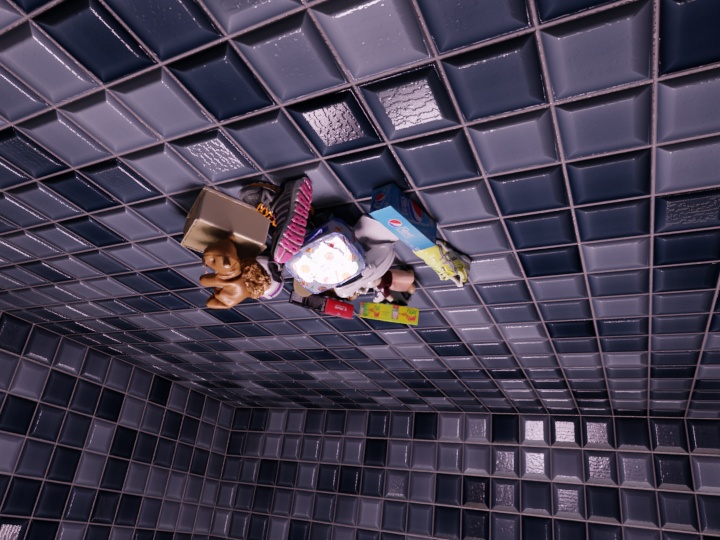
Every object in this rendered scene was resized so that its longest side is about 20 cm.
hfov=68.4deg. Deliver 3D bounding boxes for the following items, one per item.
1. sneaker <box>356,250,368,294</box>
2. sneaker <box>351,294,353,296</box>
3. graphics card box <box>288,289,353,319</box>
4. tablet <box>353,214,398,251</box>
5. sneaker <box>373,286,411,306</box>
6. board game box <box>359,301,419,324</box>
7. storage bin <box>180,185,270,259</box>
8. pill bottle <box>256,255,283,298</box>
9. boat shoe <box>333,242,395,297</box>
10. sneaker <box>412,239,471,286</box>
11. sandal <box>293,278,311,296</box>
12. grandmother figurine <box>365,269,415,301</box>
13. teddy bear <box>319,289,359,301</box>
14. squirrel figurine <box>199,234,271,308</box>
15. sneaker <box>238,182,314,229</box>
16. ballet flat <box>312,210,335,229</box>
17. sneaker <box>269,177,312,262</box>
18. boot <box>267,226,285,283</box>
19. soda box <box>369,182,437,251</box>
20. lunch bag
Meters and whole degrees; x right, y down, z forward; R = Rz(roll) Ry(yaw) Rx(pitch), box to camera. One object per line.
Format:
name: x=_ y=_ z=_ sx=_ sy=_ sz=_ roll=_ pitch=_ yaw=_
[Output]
sneaker: x=0.000 y=0.000 z=1.512 sx=0.073 sy=0.084 sz=0.201 roll=7 pitch=158 yaw=16
sneaker: x=-0.072 y=0.020 z=1.562 sx=0.085 sy=0.084 sz=0.201 roll=-12 pitch=154 yaw=9
graphics card box: x=-0.129 y=0.109 z=1.721 sx=0.196 sy=0.053 sz=0.123 roll=8 pitch=174 yaw=46
tablet: x=0.029 y=-0.085 z=1.436 sx=0.125 sy=0.014 sz=0.200 roll=16 pitch=152 yaw=-15
sneaker: x=0.102 y=0.063 z=1.617 sx=0.124 sy=0.083 sz=0.200 roll=-2 pitch=165 yaw=3
board game box: x=0.084 y=0.129 z=1.616 sx=0.098 sy=0.050 sz=0.198 roll=10 pitch=175 yaw=-26
storage bin: x=-0.361 y=-0.105 z=1.419 sx=0.194 sy=0.097 sz=0.197 roll=21 pitch=152 yaw=-25
pill bottle: x=-0.290 y=0.025 z=1.604 sx=0.108 sy=0.118 sz=0.200 roll=9 pitch=173 yaw=-2
boat shoe: x=0.011 y=-0.002 z=1.401 sx=0.199 sy=0.074 sz=0.067 roll=-43 pitch=159 yaw=0
sneaker: x=0.223 y=-0.022 z=1.430 sx=0.194 sy=0.079 sz=0.075 roll=22 pitch=153 yaw=-24
sandal: x=-0.141 y=-0.015 z=1.573 sx=0.076 sy=0.070 sz=0.216 roll=28 pitch=133 yaw=9
grandmother figurine: x=0.079 y=0.022 z=1.508 sx=0.059 sy=0.126 sz=0.196 roll=-22 pitch=163 yaw=40
teddy bear: x=-0.096 y=0.052 z=1.700 sx=0.193 sy=0.070 sz=0.145 roll=15 pitch=172 yaw=-15
squirrel figurine: x=-0.320 y=-0.004 z=1.371 sx=0.191 sy=0.146 sz=0.190 roll=9 pitch=143 yaw=-3
sneaker: x=-0.207 y=-0.151 z=1.300 sx=0.193 sy=0.080 sz=0.078 roll=19 pitch=154 yaw=-17
ballet flat: x=-0.085 y=-0.074 z=1.401 sx=0.070 sy=0.075 sz=0.204 roll=1 pitch=135 yaw=15
sneaker: x=-0.175 y=-0.119 z=1.234 sx=0.085 sy=0.208 sz=0.073 roll=9 pitch=170 yaw=31
boot: x=-0.221 y=-0.023 z=1.494 sx=0.067 sy=0.137 sz=0.201 roll=0 pitch=154 yaw=13
soda box: x=0.107 y=-0.124 z=1.274 sx=0.066 sy=0.067 sz=0.198 roll=-14 pitch=147 yaw=37
lunch bag: x=-0.087 y=-0.038 z=1.333 sx=0.195 sy=0.077 sz=0.161 roll=-28 pitch=125 yaw=20
